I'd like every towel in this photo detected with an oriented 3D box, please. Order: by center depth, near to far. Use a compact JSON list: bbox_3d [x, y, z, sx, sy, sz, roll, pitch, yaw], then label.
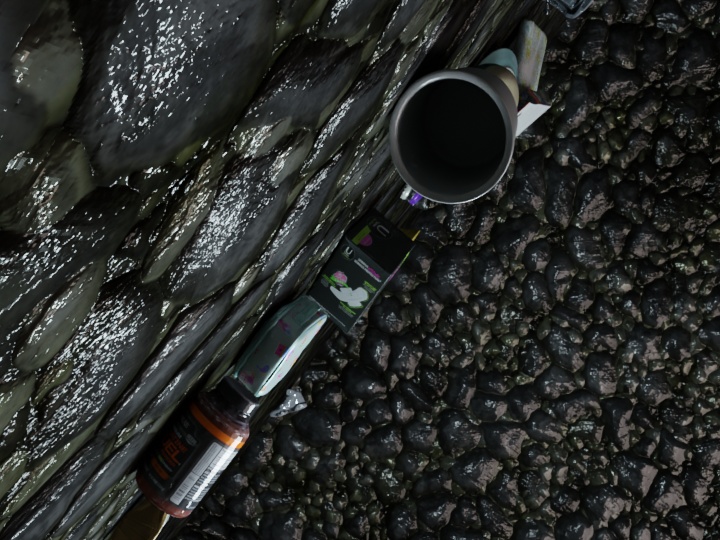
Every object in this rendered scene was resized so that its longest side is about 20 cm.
[{"bbox_3d":[0.403,-0.502,1.630,0.199,0.047,0.176,-17,117,-64],"label":"towel"}]

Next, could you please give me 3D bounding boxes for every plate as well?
[{"bbox_3d":[0.282,-0.377,1.446,0.198,0.025,0.203,-32,144,-27],"label":"plate"}]

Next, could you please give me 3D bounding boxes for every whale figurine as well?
[{"bbox_3d":[0.219,-0.328,1.329,0.198,0.104,0.161,-33,132,-11],"label":"whale figurine"}]

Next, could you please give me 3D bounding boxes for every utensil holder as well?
[{"bbox_3d":[0.144,-0.204,0.958,0.171,0.169,0.200,-53,178,26],"label":"utensil holder"}]

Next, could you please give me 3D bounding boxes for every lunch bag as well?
[{"bbox_3d":[-0.141,0.126,1.209,0.162,0.077,0.200,-55,176,16],"label":"lunch bag"}]

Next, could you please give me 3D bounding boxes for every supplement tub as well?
[{"bbox_3d":[-0.241,0.261,1.014,0.201,0.106,0.107,-52,176,-5],"label":"supplement tub"}]

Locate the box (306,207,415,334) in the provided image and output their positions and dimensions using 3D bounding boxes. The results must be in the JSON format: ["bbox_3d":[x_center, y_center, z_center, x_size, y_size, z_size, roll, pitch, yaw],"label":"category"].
[{"bbox_3d":[0.000,0.000,1.410,0.201,0.124,0.149,-53,176,39],"label":"box"}]

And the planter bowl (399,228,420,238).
[{"bbox_3d":[0.121,-0.088,2.371,0.202,0.083,0.200,-52,176,-6],"label":"planter bowl"}]

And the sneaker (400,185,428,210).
[{"bbox_3d":[0.193,-0.240,1.680,0.202,0.099,0.070,-55,176,7],"label":"sneaker"}]

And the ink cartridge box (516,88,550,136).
[{"bbox_3d":[0.369,-0.369,1.563,0.109,0.051,0.199,-41,169,28],"label":"ink cartridge box"}]

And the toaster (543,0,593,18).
[{"bbox_3d":[0.422,-0.582,1.270,0.130,0.113,0.200,-53,175,-9],"label":"toaster"}]

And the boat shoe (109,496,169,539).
[{"bbox_3d":[-0.395,0.463,1.256,0.201,0.070,0.070,-51,175,-37],"label":"boat shoe"}]

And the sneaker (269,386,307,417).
[{"bbox_3d":[-0.379,0.671,3.411,0.195,0.118,0.075,-17,171,-5],"label":"sneaker"}]
